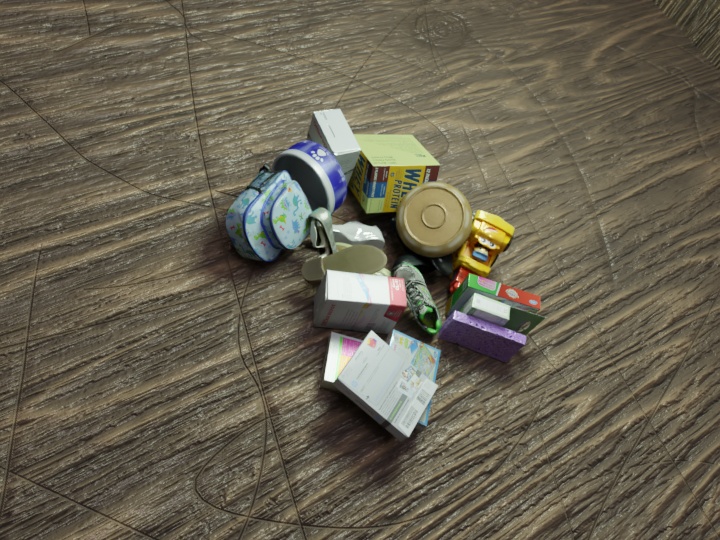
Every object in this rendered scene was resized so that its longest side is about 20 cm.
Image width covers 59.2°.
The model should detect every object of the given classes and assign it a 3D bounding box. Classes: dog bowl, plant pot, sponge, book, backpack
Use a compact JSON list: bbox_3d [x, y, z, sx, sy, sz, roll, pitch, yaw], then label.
[{"bbox_3d":[-0.133,-0.227,1.629,0.199,0.201,0.079,41,54,9],"label":"dog bowl"},{"bbox_3d":[0.187,-0.135,1.612,0.196,0.028,0.204,-1,75,6],"label":"plant pot"},{"bbox_3d":[0.304,0.167,1.591,0.197,0.112,0.030,20,56,-5],"label":"sponge"},{"bbox_3d":[0.011,0.232,1.496,0.196,0.048,0.136,17,55,-10],"label":"book"},{"bbox_3d":[-0.219,-0.126,1.541,0.145,0.185,0.201,12,50,39],"label":"backpack"}]

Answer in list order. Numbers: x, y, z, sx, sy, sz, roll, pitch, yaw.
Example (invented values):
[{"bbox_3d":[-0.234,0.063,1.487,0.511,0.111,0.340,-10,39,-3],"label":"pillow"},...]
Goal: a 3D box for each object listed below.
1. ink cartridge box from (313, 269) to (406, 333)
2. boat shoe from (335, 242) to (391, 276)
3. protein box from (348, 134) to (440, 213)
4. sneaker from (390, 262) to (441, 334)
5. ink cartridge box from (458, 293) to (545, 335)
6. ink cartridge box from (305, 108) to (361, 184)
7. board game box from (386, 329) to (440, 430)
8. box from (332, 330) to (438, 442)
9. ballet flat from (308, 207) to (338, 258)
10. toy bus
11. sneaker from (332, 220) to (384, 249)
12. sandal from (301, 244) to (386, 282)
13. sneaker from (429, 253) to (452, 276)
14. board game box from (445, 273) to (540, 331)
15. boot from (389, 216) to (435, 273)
[{"bbox_3d":[-0.004,0.078,1.520,0.196,0.148,0.087,8,57,-15],"label":"ink cartridge box"},{"bbox_3d":[0.000,0.002,1.616,0.199,0.073,0.064,34,53,-6],"label":"boat shoe"},{"bbox_3d":[0.080,-0.267,1.722,0.195,0.137,0.201,-4,35,-20],"label":"protein box"},{"bbox_3d":[0.145,0.068,1.563,0.077,0.085,0.201,-35,103,2],"label":"sneaker"},{"bbox_3d":[0.345,0.137,1.603,0.197,0.146,0.049,20,56,-6],"label":"ink cartridge box"},{"bbox_3d":[-0.084,-0.305,1.692,0.082,0.201,0.147,-15,65,-25],"label":"ink cartridge box"},{"bbox_3d":[0.108,0.253,1.482,0.133,0.034,0.202,25,53,-9],"label":"board game box"},{"bbox_3d":[0.057,0.255,1.409,0.199,0.041,0.156,39,51,1],"label":"box"},{"bbox_3d":[-0.090,-0.053,1.570,0.063,0.067,0.204,-29,113,-41],"label":"ballet flat"},{"bbox_3d":[0.297,-0.032,1.664,0.134,0.200,0.194,27,62,-4],"label":"toy bus"},{"bbox_3d":[-0.037,-0.098,1.673,0.196,0.076,0.090,6,45,-22],"label":"sneaker"},{"bbox_3d":[-0.037,-0.008,1.541,0.207,0.070,0.079,-11,73,4],"label":"sandal"},{"bbox_3d":[0.216,-0.087,1.647,0.075,0.090,0.204,11,65,-58],"label":"sneaker"},{"bbox_3d":[0.336,0.091,1.624,0.196,0.154,0.041,18,55,-8],"label":"board game box"},{"bbox_3d":[0.126,-0.070,1.675,0.196,0.073,0.165,-9,68,-48],"label":"boot"}]
